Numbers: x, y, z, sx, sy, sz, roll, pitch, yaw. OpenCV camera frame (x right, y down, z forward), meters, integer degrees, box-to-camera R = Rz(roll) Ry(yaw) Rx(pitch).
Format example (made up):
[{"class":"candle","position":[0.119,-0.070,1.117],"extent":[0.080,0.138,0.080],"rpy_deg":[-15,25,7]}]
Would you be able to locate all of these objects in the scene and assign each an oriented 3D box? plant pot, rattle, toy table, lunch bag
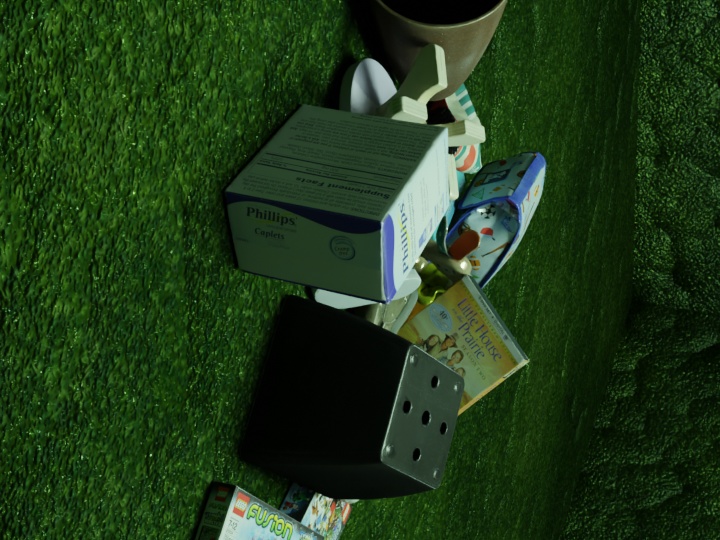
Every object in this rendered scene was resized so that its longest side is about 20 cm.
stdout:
[{"class":"plant pot","position":[0.007,0.163,1.344],"extent":[0.199,0.175,0.203],"rpy_deg":[36,66,-49]},{"class":"rattle","position":[0.090,0.017,1.607],"extent":[0.142,0.131,0.200],"rpy_deg":[-37,-175,-16]},{"class":"toy table","position":[0.056,-0.169,1.370],"extent":[0.183,0.116,0.204],"rpy_deg":[-10,87,-55]},{"class":"lunch bag","position":[0.213,-0.087,1.831],"extent":[0.201,0.123,0.170],"rpy_deg":[-52,-179,41]},{"class":"plant pot","position":[0.094,-0.316,1.465],"extent":[0.201,0.184,0.189],"rpy_deg":[91,18,-60]}]

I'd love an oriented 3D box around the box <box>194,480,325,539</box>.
[{"class":"box","position":[-0.117,0.325,1.297],"extent":[0.200,0.034,0.112],"rpy_deg":[44,58,-50]}]

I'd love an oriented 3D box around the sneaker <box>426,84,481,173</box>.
[{"class":"sneaker","position":[0.126,-0.221,1.604],"extent":[0.093,0.070,0.203],"rpy_deg":[30,41,-46]}]

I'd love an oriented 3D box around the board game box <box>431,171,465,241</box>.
[{"class":"board game box","position":[0.102,-0.147,1.698],"extent":[0.202,0.046,0.153],"rpy_deg":[73,33,-49]}]

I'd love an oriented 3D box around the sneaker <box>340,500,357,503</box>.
[{"class":"sneaker","position":[0.035,0.221,1.488],"extent":[0.075,0.087,0.203],"rpy_deg":[12,102,-66]}]

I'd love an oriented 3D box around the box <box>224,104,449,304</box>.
[{"class":"box","position":[-0.018,-0.078,1.234],"extent":[0.201,0.181,0.106],"rpy_deg":[-55,149,-47]}]

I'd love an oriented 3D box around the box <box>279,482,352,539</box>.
[{"class":"box","position":[-0.072,0.345,1.473],"extent":[0.138,0.037,0.201],"rpy_deg":[78,30,-43]}]

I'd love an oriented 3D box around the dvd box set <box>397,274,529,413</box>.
[{"class":"dvd box set","position":[0.114,0.124,1.580],"extent":[0.199,0.148,0.029],"rpy_deg":[-38,162,15]}]

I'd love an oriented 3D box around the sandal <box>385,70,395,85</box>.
[{"class":"sandal","position":[0.016,-0.180,1.460],"extent":[0.076,0.047,0.203],"rpy_deg":[72,34,-50]}]

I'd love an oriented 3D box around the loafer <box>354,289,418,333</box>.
[{"class":"loafer","position":[0.010,0.077,1.548],"extent":[0.070,0.074,0.202],"rpy_deg":[49,48,-25]}]

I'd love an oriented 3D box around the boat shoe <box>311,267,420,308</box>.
[{"class":"boat shoe","position":[0.000,0.000,1.476],"extent":[0.198,0.068,0.072],"rpy_deg":[-4,148,-49]}]
